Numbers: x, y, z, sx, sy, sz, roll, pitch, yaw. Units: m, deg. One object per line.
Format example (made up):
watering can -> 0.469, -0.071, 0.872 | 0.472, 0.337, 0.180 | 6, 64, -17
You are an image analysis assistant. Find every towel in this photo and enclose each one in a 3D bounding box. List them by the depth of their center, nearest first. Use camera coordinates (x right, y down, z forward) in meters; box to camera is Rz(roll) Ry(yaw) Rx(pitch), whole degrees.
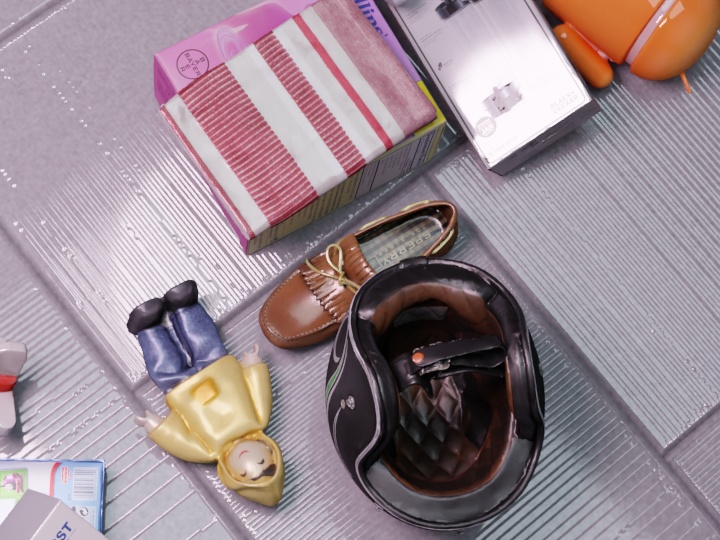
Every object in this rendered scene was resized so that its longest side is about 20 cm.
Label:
towel -> -0.053, -0.134, 1.505 | 0.200, 0.023, 0.144 | -34, 82, -13

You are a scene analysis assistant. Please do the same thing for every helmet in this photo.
helmet -> 0.061, 0.109, 1.456 | 0.199, 0.191, 0.201 | -1, 43, 1

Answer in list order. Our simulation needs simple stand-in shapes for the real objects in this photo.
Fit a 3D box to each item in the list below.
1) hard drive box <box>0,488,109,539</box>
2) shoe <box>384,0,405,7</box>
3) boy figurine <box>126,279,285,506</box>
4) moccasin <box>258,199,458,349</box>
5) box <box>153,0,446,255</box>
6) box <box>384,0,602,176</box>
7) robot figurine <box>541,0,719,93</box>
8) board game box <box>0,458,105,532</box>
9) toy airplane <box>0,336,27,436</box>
hard drive box -> -0.223, 0.294, 1.381 | 0.200, 0.077, 0.156 | 43, 70, -23
shoe -> 0.014, -0.323, 1.602 | 0.091, 0.072, 0.200 | -38, 48, 3
boy figurine -> -0.129, 0.114, 1.499 | 0.124, 0.064, 0.201 | -24, 74, -16
moccasin -> 0.001, 0.001, 1.539 | 0.201, 0.078, 0.074 | -26, 77, -13
box -> -0.056, -0.144, 1.568 | 0.199, 0.097, 0.176 | -27, 78, -14
box -> 0.118, -0.201, 1.601 | 0.116, 0.060, 0.201 | -34, 78, 13
robot figurine -> 0.247, -0.252, 1.626 | 0.200, 0.117, 0.144 | 38, 60, 7
board game box -> -0.313, 0.231, 1.456 | 0.199, 0.037, 0.152 | 2, 73, -7
toy airplane -> -0.370, 0.074, 1.441 | 0.199, 0.142, 0.199 | 29, 50, 19
